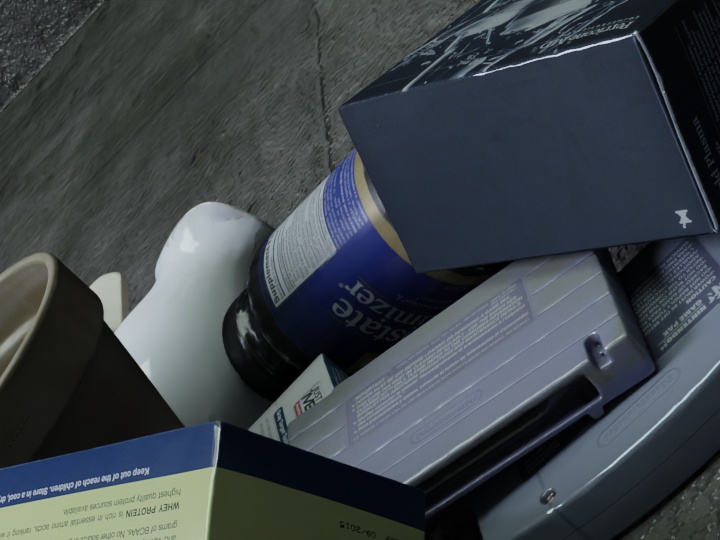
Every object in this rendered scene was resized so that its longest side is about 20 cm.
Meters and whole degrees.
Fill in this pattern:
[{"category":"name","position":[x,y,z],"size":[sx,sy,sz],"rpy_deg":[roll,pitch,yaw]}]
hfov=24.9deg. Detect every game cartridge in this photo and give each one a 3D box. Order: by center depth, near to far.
[{"category":"game cartridge","position":[0.132,0.054,0.779],"size":[0.200,0.041,0.133],"rpy_deg":[-45,18,13]},{"category":"game cartridge","position":[0.048,0.064,0.814],"size":[0.200,0.038,0.130],"rpy_deg":[-36,20,15]}]

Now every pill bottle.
[{"category":"pill bottle","position":[0.000,0.000,1.009],"size":[0.200,0.112,0.112],"rpy_deg":[-44,19,40]}]

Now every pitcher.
[{"category":"pitcher","position":[-0.128,0.077,1.124],"size":[0.172,0.121,0.201],"rpy_deg":[-51,22,43]}]

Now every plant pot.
[{"category":"plant pot","position":[-0.170,0.119,0.908],"size":[0.200,0.173,0.200],"rpy_deg":[-41,22,21]}]

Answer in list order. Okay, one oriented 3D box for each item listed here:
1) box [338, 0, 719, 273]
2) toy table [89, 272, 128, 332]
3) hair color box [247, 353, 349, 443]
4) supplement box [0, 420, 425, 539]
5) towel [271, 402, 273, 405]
[{"category":"box","position":[0.127,-0.096,0.838],"size":[0.199,0.105,0.182],"rpy_deg":[-9,25,46]},{"category":"toy table","position":[-0.227,0.095,1.209],"size":[0.116,0.200,0.185],"rpy_deg":[-8,74,5]},{"category":"hair color box","position":[-0.064,0.154,0.962],"size":[0.200,0.060,0.100],"rpy_deg":[-47,21,9]},{"category":"supplement box","position":[-0.089,0.192,0.711],"size":[0.199,0.134,0.201],"rpy_deg":[-16,61,40]},{"category":"towel","position":[-0.093,0.062,1.226],"size":[0.146,0.030,0.200],"rpy_deg":[-42,22,22]}]
